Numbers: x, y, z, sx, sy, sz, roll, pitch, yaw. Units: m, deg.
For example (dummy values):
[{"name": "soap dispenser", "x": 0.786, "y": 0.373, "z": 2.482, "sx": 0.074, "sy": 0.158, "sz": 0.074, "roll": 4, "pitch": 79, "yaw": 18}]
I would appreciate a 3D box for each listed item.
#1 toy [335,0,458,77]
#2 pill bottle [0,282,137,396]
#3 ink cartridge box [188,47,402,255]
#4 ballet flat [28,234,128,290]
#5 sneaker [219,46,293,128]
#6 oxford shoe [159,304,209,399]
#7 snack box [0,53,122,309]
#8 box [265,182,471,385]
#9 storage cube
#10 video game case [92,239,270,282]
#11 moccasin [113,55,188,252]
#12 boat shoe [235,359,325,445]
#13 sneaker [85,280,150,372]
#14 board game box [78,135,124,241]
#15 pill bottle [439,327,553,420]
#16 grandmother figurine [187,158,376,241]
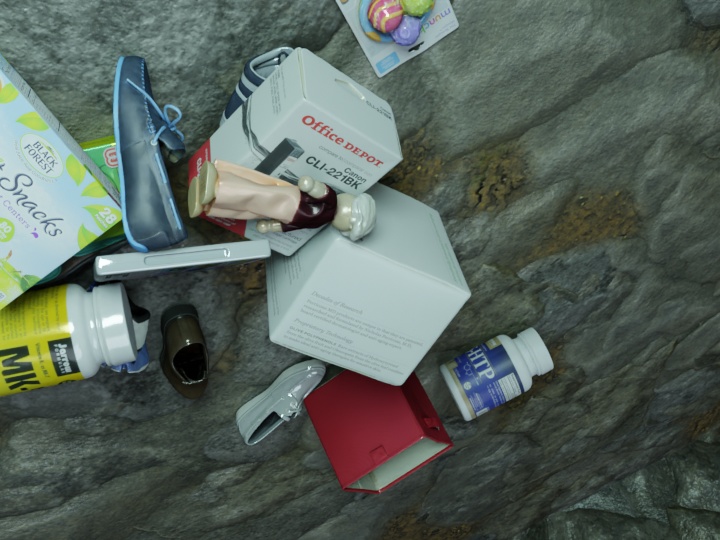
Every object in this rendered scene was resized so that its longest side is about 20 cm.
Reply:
[{"name": "toy", "x": 0.039, "y": -0.295, "z": 0.849, "sx": 0.115, "sy": 0.047, "sz": 0.200, "roll": -30, "pitch": 143, "yaw": 7}, {"name": "pill bottle", "x": -0.370, "y": 0.079, "z": 0.906, "sx": 0.198, "sy": 0.115, "sz": 0.115, "roll": -11, "pitch": 141, "yaw": -12}, {"name": "ink cartridge box", "x": -0.073, "y": -0.122, "z": 0.851, "sx": 0.144, "sy": 0.084, "sz": 0.200, "roll": 24, "pitch": 131, "yaw": -38}, {"name": "ballet flat", "x": -0.354, "y": -0.025, "z": 0.918, "sx": 0.198, "sy": 0.073, "sz": 0.073, "roll": -23, "pitch": 144, "yaw": -14}, {"name": "sneaker", "x": -0.055, "y": -0.191, "z": 0.899, "sx": 0.198, "sy": 0.070, "sz": 0.109, "roll": 1, "pitch": 137, "yaw": -28}, {"name": "oxford shoe", "x": -0.260, "y": 0.146, "z": 1.165, "sx": 0.072, "sy": 0.085, "sz": 0.201, "roll": -17, "pitch": 144, "yaw": -16}, {"name": "snack box", "x": -0.360, "y": -0.088, "z": 0.764, "sx": 0.168, "sy": 0.068, "sz": 0.201, "roll": -36, "pitch": 122, "yaw": -3}, {"name": "box", "x": 0.000, "y": 0.000, "z": 1.005, "sx": 0.199, "sy": 0.200, "sz": 0.172, "roll": 22, "pitch": 120, "yaw": -23}, {"name": "storage cube", "x": 0.031, "y": 0.274, "z": 1.393, "sx": 0.199, "sy": 0.181, "sz": 0.171, "roll": -34, "pitch": 153, "yaw": 12}, {"name": "video game case", "x": -0.213, "y": -0.010, "z": 0.898, "sx": 0.180, "sy": 0.024, "sz": 0.200, "roll": -7, "pitch": 180, "yaw": -20}, {"name": "moccasin", "x": -0.211, "y": -0.120, "z": 0.801, "sx": 0.067, "sy": 0.202, "sz": 0.080, "roll": -6, "pitch": 178, "yaw": -5}, {"name": "boat shoe", "x": -0.135, "y": 0.232, "z": 1.354, "sx": 0.199, "sy": 0.069, "sz": 0.072, "roll": -34, "pitch": 143, "yaw": 10}, {"name": "sneaker", "x": -0.361, "y": 0.054, "z": 1.008, "sx": 0.198, "sy": 0.081, "sz": 0.116, "roll": 13, "pitch": 106, "yaw": -23}, {"name": "board game box", "x": -0.339, "y": -0.075, "z": 0.848, "sx": 0.198, "sy": 0.048, "sz": 0.103, "roll": -16, "pitch": 114, "yaw": -15}, {"name": "pill bottle", "x": 0.265, "y": 0.195, "z": 1.512, "sx": 0.199, "sy": 0.120, "sz": 0.120, "roll": -27, "pitch": 143, "yaw": 0}, {"name": "grandmother figurine", "x": -0.070, "y": -0.070, "z": 0.807, "sx": 0.198, "sy": 0.061, "sz": 0.121, "roll": 8, "pitch": 168, "yaw": -27}]
